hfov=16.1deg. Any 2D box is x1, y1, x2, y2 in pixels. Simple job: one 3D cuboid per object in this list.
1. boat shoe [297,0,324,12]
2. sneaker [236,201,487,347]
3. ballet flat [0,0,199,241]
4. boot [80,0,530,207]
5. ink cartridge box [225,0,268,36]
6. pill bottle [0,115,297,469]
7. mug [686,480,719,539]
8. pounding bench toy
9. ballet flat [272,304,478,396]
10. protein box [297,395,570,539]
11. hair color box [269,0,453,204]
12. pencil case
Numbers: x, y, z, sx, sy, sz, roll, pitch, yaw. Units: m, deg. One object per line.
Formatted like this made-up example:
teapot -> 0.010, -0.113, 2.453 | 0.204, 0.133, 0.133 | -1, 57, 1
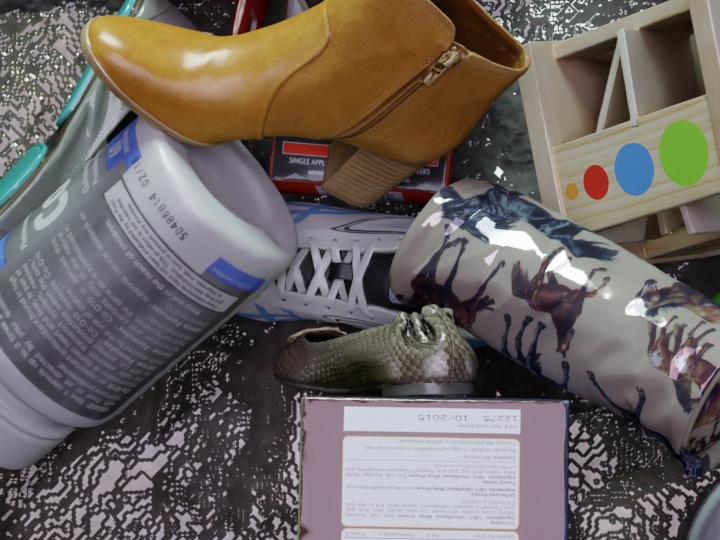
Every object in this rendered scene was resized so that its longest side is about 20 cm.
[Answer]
boat shoe -> -0.002, -0.165, 1.328 | 0.072, 0.060, 0.201 | -47, 108, -18
sneaker -> 0.000, 0.000, 1.397 | 0.199, 0.072, 0.072 | 6, 87, 5
ballet flat -> -0.155, -0.062, 1.417 | 0.064, 0.067, 0.200 | 36, 89, -13
boot -> -0.026, -0.117, 1.293 | 0.200, 0.144, 0.071 | 25, 42, -23
ink cartridge box -> -0.076, -0.219, 1.399 | 0.067, 0.116, 0.201 | 9, 85, 3
pill bottle -> -0.140, 0.012, 1.361 | 0.200, 0.114, 0.114 | -40, 83, 19
mug -> 0.262, 0.180, 1.312 | 0.148, 0.175, 0.200 | -41, 84, -1
pounding bench toy -> 0.193, -0.042, 1.326 | 0.124, 0.156, 0.201 | -5, 83, -42
ballet flat -> 0.007, 0.042, 1.335 | 0.067, 0.200, 0.047 | -1, 89, -21
protein box -> 0.040, 0.170, 1.314 | 0.134, 0.199, 0.202 | 1, 85, 3
hair color box -> 0.009, -0.142, 1.415 | 0.101, 0.061, 0.201 | 4, 84, 3
pencil case -> 0.109, 0.025, 1.291 | 0.199, 0.078, 0.090 | 30, 131, 23
